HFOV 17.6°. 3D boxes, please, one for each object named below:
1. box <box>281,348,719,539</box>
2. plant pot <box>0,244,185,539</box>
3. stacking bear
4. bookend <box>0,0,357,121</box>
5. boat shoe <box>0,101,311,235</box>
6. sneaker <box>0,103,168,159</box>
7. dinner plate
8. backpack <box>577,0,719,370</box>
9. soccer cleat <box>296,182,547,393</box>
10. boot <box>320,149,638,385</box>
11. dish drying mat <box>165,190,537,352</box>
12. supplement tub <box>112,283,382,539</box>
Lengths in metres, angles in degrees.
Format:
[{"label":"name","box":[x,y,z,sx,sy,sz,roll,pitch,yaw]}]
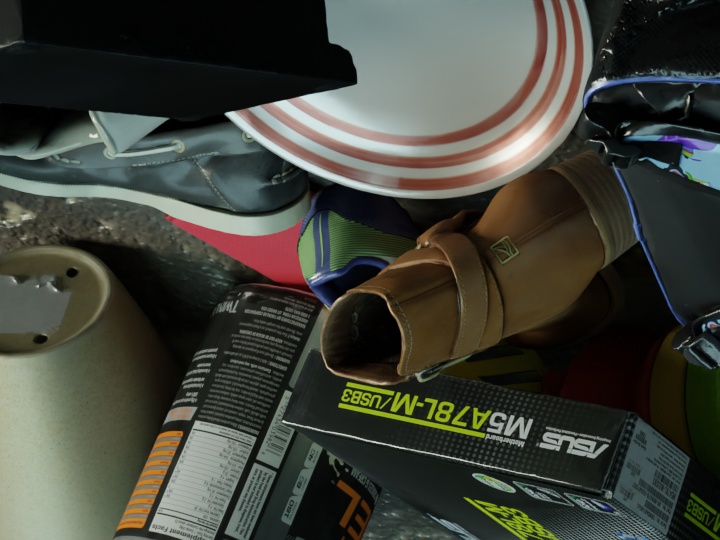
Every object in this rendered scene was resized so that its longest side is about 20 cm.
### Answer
[{"label":"box","box":[0.093,0.106,1.111,0.192,0.048,0.200,7,159,39]},{"label":"plant pot","box":[-0.166,0.092,1.297,0.186,0.188,0.201,7,133,17]},{"label":"stacking bear","box":[0.182,0.063,1.129,0.199,0.114,0.121,-8,139,42]},{"label":"bookend","box":[-0.102,-0.168,0.894,0.092,0.202,0.198,-8,176,35]},{"label":"boat shoe","box":[-0.118,-0.073,1.118,0.198,0.072,0.068,11,129,14]},{"label":"sneaker","box":[-0.159,-0.095,1.050,0.199,0.089,0.074,11,140,41]},{"label":"dinner plate","box":[0.006,-0.113,1.004,0.199,0.024,0.201,14,138,13]},{"label":"backpack","box":[0.206,-0.055,0.907,0.199,0.135,0.183,0,143,27]},{"label":"soccer cleat","box":[0.033,0.040,1.156,0.064,0.084,0.200,-23,126,28]},{"label":"boot","box":[0.053,0.016,1.052,0.077,0.155,0.200,59,159,5]},{"label":"dish drying mat","box":[0.000,0.000,1.204,0.199,0.018,0.077,29,145,-15]},{"label":"supplement tub","box":[-0.055,0.119,1.221,0.122,0.201,0.123,21,161,7]}]
